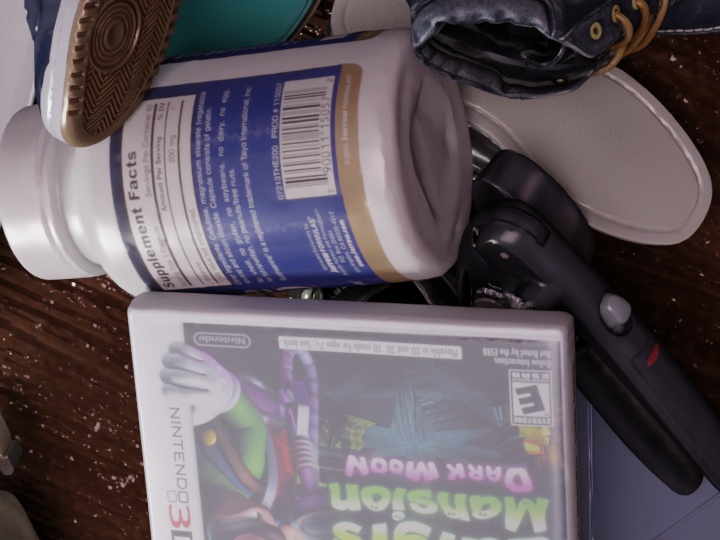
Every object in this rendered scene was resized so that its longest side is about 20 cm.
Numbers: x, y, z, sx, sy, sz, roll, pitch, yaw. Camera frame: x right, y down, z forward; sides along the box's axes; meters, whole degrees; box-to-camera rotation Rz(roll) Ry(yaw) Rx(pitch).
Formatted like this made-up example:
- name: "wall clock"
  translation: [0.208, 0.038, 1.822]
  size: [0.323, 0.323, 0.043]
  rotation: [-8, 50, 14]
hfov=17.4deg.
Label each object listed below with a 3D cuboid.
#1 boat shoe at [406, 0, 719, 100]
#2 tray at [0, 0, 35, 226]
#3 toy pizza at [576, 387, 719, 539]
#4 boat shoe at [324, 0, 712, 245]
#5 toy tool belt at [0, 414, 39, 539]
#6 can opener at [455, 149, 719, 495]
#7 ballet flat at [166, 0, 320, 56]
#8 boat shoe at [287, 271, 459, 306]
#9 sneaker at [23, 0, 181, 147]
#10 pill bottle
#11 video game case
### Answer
- name: "boat shoe"
  translation: [0.107, -0.115, 1.038]
  size: [0.199, 0.091, 0.071]
  rotation: [6, 144, -17]
- name: "tray"
  translation: [-0.202, -0.090, 1.180]
  size: [0.107, 0.022, 0.201]
  rotation: [24, 107, 27]
- name: "toy pizza"
  translation: [0.105, 0.147, 1.122]
  size: [0.199, 0.032, 0.202]
  rotation: [-1, 92, -18]
- name: "boat shoe"
  translation: [0.072, -0.071, 1.109]
  size: [0.199, 0.060, 0.074]
  rotation: [28, 75, 3]
- name: "toy tool belt"
  translation: [-0.224, 0.163, 1.192]
  size: [0.122, 0.125, 0.201]
  rotation: [-10, 118, 22]
- name: "can opener"
  translation: [0.113, 0.035, 1.057]
  size: [0.200, 0.063, 0.079]
  rotation: [48, 66, -22]
- name: "ballet flat"
  translation: [-0.096, -0.104, 1.139]
  size: [0.200, 0.062, 0.067]
  rotation: [-40, 113, 19]
- name: "boat shoe"
  translation: [0.000, 0.000, 1.137]
  size: [0.200, 0.064, 0.071]
  rotation: [45, 108, 2]
- name: "sneaker"
  translation: [-0.132, -0.160, 1.001]
  size: [0.108, 0.070, 0.201]
  rotation: [19, 108, 26]
- name: "pill bottle"
  translation: [-0.058, -0.044, 1.058]
  size: [0.199, 0.111, 0.112]
  rotation: [-5, 100, 22]
- name: "video game case"
  translation: [-0.001, 0.101, 1.044]
  size: [0.199, 0.023, 0.183]
  rotation: [2, 112, 16]
